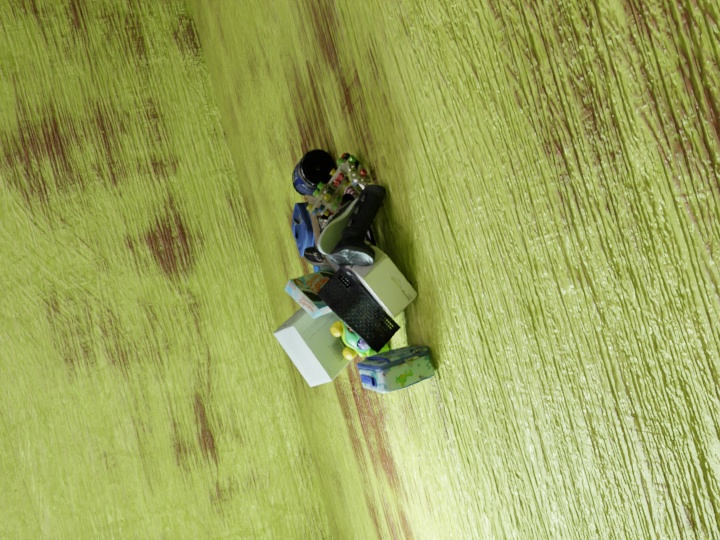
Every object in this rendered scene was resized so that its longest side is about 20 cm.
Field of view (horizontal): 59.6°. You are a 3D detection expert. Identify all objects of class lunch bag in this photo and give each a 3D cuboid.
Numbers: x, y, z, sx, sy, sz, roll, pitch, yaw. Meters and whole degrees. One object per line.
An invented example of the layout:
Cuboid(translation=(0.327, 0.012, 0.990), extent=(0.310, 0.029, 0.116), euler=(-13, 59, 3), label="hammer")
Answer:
Cuboid(translation=(-0.157, -0.140, 2.029), extent=(0.201, 0.130, 0.138), euler=(109, 142, -61), label="lunch bag")
Cuboid(translation=(0.082, 0.243, 1.551), extent=(0.200, 0.158, 0.084), euler=(161, 92, -73), label="lunch bag")

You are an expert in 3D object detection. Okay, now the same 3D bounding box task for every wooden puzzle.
Cuboid(translation=(-0.082, -0.124, 1.843), extent=(0.184, 0.046, 0.204), euler=(22, 131, 52), label="wooden puzzle")

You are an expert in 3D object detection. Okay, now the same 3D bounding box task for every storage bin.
Cuboid(translation=(-0.003, 0.102, 1.594), extent=(0.200, 0.094, 0.135), euler=(45, 178, -39), label="storage bin")

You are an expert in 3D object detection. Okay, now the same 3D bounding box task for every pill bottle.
Cuboid(translation=(-0.150, -0.291, 1.922), extent=(0.200, 0.110, 0.114), euler=(162, 93, -72), label="pill bottle")

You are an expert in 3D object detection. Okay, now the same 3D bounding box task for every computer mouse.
Cuboid(translation=(-0.008, -0.128, 1.669), extent=(0.059, 0.033, 0.202), euler=(98, 151, -49), label="computer mouse")

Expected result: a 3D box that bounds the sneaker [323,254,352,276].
Cuboid(translation=(0.000, 0.000, 1.683), extent=(0.201, 0.108, 0.070), euler=(52, -169, -16), label="sneaker")

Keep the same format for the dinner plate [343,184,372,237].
Cuboid(translation=(-0.001, -0.137, 1.730), extent=(0.200, 0.024, 0.205), euler=(165, 91, -73), label="dinner plate")

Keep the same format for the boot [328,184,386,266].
Cuboid(translation=(0.016, -0.111, 1.492), extent=(0.065, 0.202, 0.163), euler=(40, 158, -29), label="boot")

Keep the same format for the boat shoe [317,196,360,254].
Cuboid(translation=(-0.052, -0.115, 1.586), extent=(0.067, 0.201, 0.074), euler=(-3, 135, 50), label="boat shoe")

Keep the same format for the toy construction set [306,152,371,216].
Cuboid(translation=(-0.054, -0.228, 1.634), extent=(0.198, 0.132, 0.092), euler=(-29, 113, 39), label="toy construction set")

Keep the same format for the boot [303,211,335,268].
Cuboid(translation=(-0.100, -0.091, 1.775), extent=(0.201, 0.073, 0.157), euler=(14, 124, 46), label="boot")

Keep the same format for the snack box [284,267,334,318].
Cuboid(translation=(-0.103, 0.057, 1.694), extent=(0.116, 0.199, 0.037), euler=(42, 117, 17), label="snack box")

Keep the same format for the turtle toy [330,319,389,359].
Cuboid(translation=(0.013, 0.186, 1.789), extent=(0.100, 0.145, 0.203), euler=(-20, 103, 42), label="turtle toy")

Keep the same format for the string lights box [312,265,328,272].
Cuboid(translation=(-0.089, 0.037, 2.007), extent=(0.059, 0.101, 0.205), euler=(-148, 46, -63), label="string lights box")

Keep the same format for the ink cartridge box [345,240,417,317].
Cuboid(translation=(0.035, 0.009, 1.548), extent=(0.145, 0.084, 0.200), euler=(49, 175, -29), label="ink cartridge box")

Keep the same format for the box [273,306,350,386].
Cuboid(translation=(-0.112, 0.196, 1.854), extent=(0.202, 0.199, 0.130), euler=(55, 142, -8), label="box")
